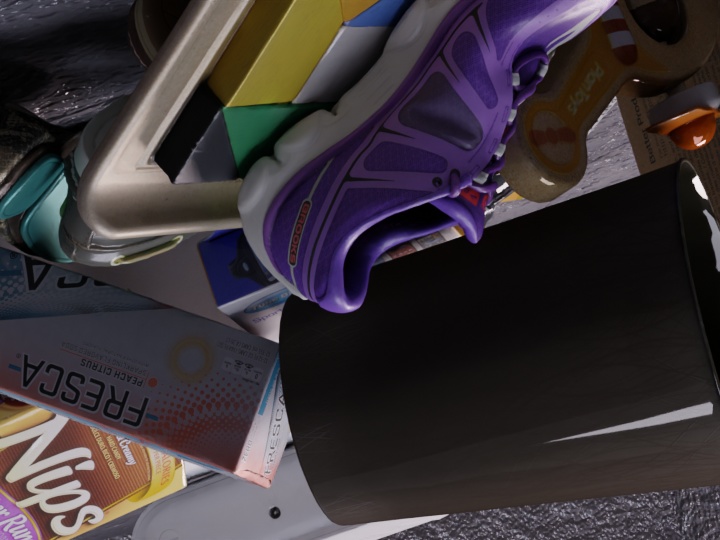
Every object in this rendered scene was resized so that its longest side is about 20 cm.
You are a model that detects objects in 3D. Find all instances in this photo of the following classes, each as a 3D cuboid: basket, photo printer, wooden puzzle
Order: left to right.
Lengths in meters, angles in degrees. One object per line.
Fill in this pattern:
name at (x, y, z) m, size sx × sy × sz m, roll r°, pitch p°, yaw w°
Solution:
photo printer at (-0.038, 0.148, 1.810) m, size 0.199 × 0.070 × 0.166 m, roll -21°, pitch 172°, yaw 19°
wooden puzzle at (-0.012, -0.097, 1.214) m, size 0.185 × 0.037 × 0.201 m, roll -7°, pitch 134°, yaw -51°
basket at (0.073, 0.043, 1.335) m, size 0.199 × 0.137 × 0.181 m, roll -12°, pitch 144°, yaw 13°

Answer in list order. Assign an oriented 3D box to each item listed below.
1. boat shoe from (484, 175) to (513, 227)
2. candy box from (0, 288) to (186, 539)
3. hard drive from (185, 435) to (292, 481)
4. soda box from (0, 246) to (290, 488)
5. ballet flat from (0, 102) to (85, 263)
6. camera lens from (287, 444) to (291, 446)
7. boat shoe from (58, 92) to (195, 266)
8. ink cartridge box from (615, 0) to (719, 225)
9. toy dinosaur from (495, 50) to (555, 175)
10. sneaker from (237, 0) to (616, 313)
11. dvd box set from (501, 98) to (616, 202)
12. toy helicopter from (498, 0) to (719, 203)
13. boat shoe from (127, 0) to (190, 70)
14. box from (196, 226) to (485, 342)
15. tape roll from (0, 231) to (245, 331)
boat shoe at (0.036, -0.034, 1.529) m, size 0.199 × 0.068 × 0.072 m, roll -23°, pitch -166°, yaw -15°
candy box at (-0.193, 0.099, 1.501) m, size 0.199 × 0.057 × 0.117 m, roll -25°, pitch 141°, yaw -17°
hard drive at (-0.085, 0.099, 1.701) m, size 0.199 × 0.027 × 0.132 m, roll -21°, pitch 171°, yaw 18°
soda box at (-0.128, 0.042, 1.414) m, size 0.199 × 0.069 × 0.064 m, roll 18°, pitch 174°, yaw 17°
ballet flat at (-0.165, -0.053, 1.375) m, size 0.068 × 0.075 × 0.200 m, roll -48°, pitch 170°, yaw 0°
camera lens at (-0.021, 0.026, 1.857) m, size 0.199 × 0.161 × 0.160 m, roll -18°, pitch 171°, yaw -4°
boat shoe at (-0.075, -0.060, 1.376) m, size 0.201 × 0.072 × 0.060 m, roll -34°, pitch 158°, yaw -51°
ink cartridge box at (0.200, -0.095, 1.429) m, size 0.075 × 0.201 × 0.165 m, roll -12°, pitch 170°, yaw -27°
toy dinosaur at (0.035, -0.094, 1.438) m, size 0.199 × 0.103 × 0.077 m, roll -17°, pitch -149°, yaw -37°
sneaker at (0.042, -0.060, 1.219) m, size 0.200 × 0.083 × 0.081 m, roll -45°, pitch 155°, yaw 7°
dvd box set at (0.064, -0.086, 1.624) m, size 0.199 × 0.029 × 0.146 m, roll -9°, pitch 148°, yaw -46°
toy helicopter at (0.114, -0.090, 1.315) m, size 0.079 × 0.132 × 0.200 m, roll -26°, pitch -160°, yaw 41°
boat shoe at (-0.042, -0.106, 1.314) m, size 0.072 × 0.073 × 0.200 m, roll -27°, pitch 174°, yaw 38°
box at (0.000, 0.000, 1.424) m, size 0.118 × 0.042 × 0.200 m, roll -23°, pitch 162°, yaw 10°
tape roll at (-0.098, 0.010, 1.676) m, size 0.201 × 0.140 × 0.203 m, roll -17°, pitch 171°, yaw -3°
